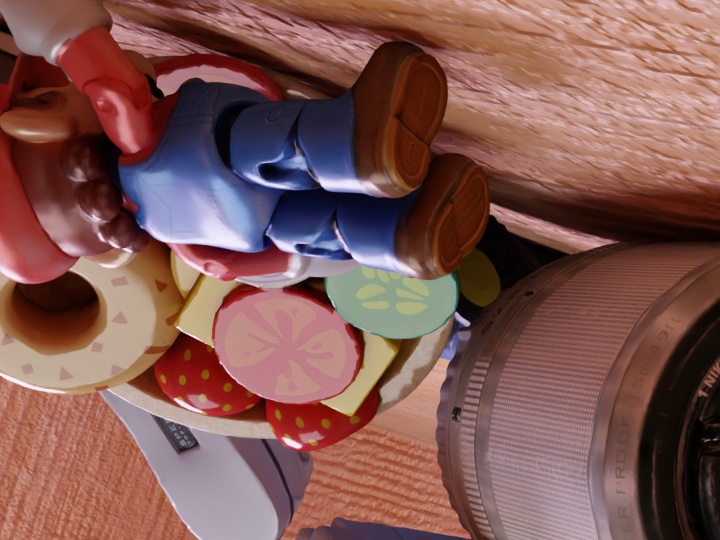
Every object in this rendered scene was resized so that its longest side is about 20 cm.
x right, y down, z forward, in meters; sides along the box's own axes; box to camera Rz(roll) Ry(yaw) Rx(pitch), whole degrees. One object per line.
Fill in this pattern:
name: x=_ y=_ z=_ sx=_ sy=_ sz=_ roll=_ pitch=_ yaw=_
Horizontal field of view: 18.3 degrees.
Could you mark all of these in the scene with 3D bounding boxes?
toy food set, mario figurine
toy food set: x=-0.059 y=-0.003 z=0.890 sx=0.200 sy=0.049 sz=0.198 roll=27 pitch=131 yaw=-7
mario figurine: x=-0.055 y=-0.052 z=0.778 sx=0.200 sy=0.124 sz=0.106 roll=4 pitch=-165 yaw=27

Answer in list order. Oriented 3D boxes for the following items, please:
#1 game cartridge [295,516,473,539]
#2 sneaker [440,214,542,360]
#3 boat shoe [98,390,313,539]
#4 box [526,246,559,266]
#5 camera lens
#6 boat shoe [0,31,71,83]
game cartridge: x=0.080 y=0.154 z=0.952 sx=0.200 sy=0.042 sz=0.133 roll=12 pitch=-165 yaw=-19
sneaker: x=0.000 y=0.000 z=0.975 sx=0.200 sy=0.066 sz=0.078 roll=26 pitch=137 yaw=-26
boat shoe: x=-0.079 y=0.030 z=1.010 sx=0.071 sy=0.070 sz=0.200 roll=-20 pitch=107 yaw=33
box: x=0.046 y=0.011 z=1.150 sx=0.159 sy=0.046 sz=0.200 roll=20 pitch=174 yaw=-12
camera lens: x=0.132 y=0.069 z=0.866 sx=0.160 sy=0.160 sz=0.200 roll=21 pitch=173 yaw=-19
boat shoe: x=-0.178 y=-0.080 z=0.955 sx=0.200 sy=0.060 sz=0.072 roll=24 pitch=172 yaw=-41
